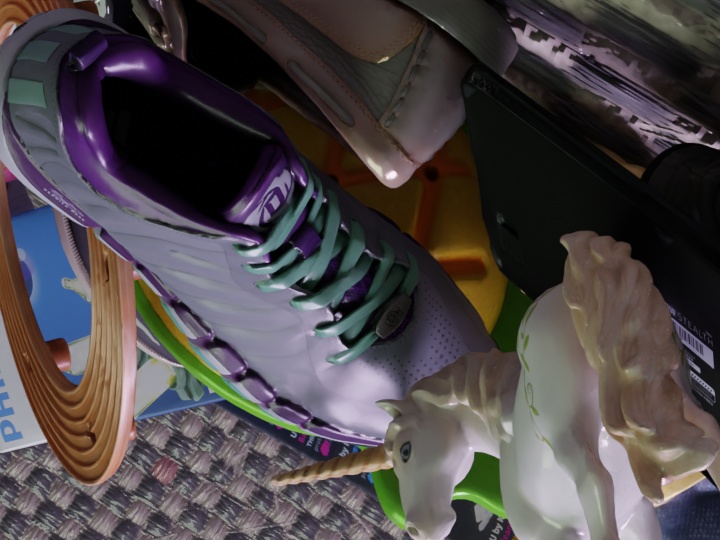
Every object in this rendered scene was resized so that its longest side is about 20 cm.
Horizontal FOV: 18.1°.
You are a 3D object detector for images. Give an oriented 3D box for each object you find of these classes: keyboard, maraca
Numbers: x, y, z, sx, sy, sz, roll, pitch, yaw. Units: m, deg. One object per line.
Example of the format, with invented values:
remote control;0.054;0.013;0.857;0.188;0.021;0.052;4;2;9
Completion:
keyboard;0.100;0.018;0.616;0.200;0.039;0.104;45;154;45
maraca;0.000;0.000;0.794;0.200;0.137;0.107;43;166;7

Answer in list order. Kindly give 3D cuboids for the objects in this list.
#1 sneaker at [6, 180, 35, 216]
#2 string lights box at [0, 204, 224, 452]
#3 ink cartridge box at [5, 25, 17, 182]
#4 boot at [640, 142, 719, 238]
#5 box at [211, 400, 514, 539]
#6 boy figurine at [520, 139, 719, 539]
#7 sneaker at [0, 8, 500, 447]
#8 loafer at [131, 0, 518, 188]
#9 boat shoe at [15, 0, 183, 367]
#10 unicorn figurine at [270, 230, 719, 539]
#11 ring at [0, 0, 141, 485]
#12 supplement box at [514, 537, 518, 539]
sneaker;-0.223;-0.021;1.119;0.075;0.114;0.201;36;-151;-43
string lights box;-0.084;0.008;0.991;0.199;0.103;0.059;-15;-175;32
ink cartridge box;-0.168;-0.096;0.970;0.199;0.068;0.115;-16;146;29
boot;0.170;0.028;0.623;0.200;0.068;0.131;41;177;-4
box;0.042;0.051;1.025;0.199;0.107;0.122;27;-171;32
boy figurine;0.111;0.037;0.744;0.201;0.124;0.064;61;-166;-11
sneaker;-0.026;-0.003;0.683;0.200;0.075;0.087;36;170;-22
loafer;-0.036;-0.080;0.726;0.200;0.063;0.072;24;171;48
boat shoe;-0.079;-0.044;0.869;0.063;0.072;0.201;17;131;48
unicorn figurine;0.058;0.057;0.629;0.138;0.073;0.200;64;149;28
ring;-0.107;-0.024;0.804;0.019;0.202;0.200;-10;-171;-20
supplement box;0.171;0.118;0.863;0.199;0.109;0.109;26;174;-12
